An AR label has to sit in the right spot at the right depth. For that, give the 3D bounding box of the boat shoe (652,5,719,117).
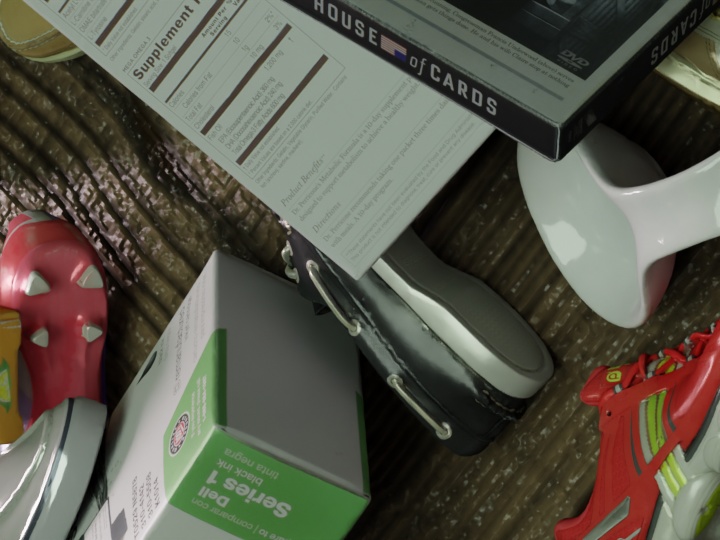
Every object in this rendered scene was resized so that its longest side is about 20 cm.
[{"bbox_3d":[0.169,-0.089,0.991,0.199,0.074,0.067,36,103,21],"label":"boat shoe"}]

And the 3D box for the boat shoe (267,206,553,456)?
[{"bbox_3d":[0.000,0.000,1.110,0.200,0.074,0.060,43,113,10],"label":"boat shoe"}]

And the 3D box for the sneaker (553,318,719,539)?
[{"bbox_3d":[0.135,0.056,1.031,0.085,0.077,0.201,35,115,28],"label":"sneaker"}]

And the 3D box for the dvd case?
[{"bbox_3d":[0.077,-0.139,0.969,0.150,0.200,0.025,32,146,23],"label":"dvd case"}]

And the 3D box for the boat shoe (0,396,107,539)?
[{"bbox_3d":[-0.188,0.128,1.176,0.065,0.072,0.200,25,129,-16],"label":"boat shoe"}]

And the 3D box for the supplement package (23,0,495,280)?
[{"bbox_3d":[-0.033,-0.116,1.044,0.200,0.114,0.110,40,119,-6],"label":"supplement package"}]

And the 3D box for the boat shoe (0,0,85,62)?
[{"bbox_3d":[-0.119,-0.167,1.151,0.200,0.076,0.072,-40,77,31],"label":"boat shoe"}]

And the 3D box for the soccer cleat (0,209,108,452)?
[{"bbox_3d":[-0.161,0.068,1.237,0.077,0.066,0.202,-130,41,-60],"label":"soccer cleat"}]

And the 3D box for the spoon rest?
[{"bbox_3d":[0.114,-0.027,0.992,0.100,0.060,0.200,64,157,-3],"label":"spoon rest"}]

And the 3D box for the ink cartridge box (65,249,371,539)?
[{"bbox_3d":[-0.080,0.117,1.128,0.084,0.147,0.201,25,117,-18],"label":"ink cartridge box"}]

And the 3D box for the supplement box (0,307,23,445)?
[{"bbox_3d":[-0.244,0.041,1.236,0.199,0.068,0.067,12,106,51],"label":"supplement box"}]
